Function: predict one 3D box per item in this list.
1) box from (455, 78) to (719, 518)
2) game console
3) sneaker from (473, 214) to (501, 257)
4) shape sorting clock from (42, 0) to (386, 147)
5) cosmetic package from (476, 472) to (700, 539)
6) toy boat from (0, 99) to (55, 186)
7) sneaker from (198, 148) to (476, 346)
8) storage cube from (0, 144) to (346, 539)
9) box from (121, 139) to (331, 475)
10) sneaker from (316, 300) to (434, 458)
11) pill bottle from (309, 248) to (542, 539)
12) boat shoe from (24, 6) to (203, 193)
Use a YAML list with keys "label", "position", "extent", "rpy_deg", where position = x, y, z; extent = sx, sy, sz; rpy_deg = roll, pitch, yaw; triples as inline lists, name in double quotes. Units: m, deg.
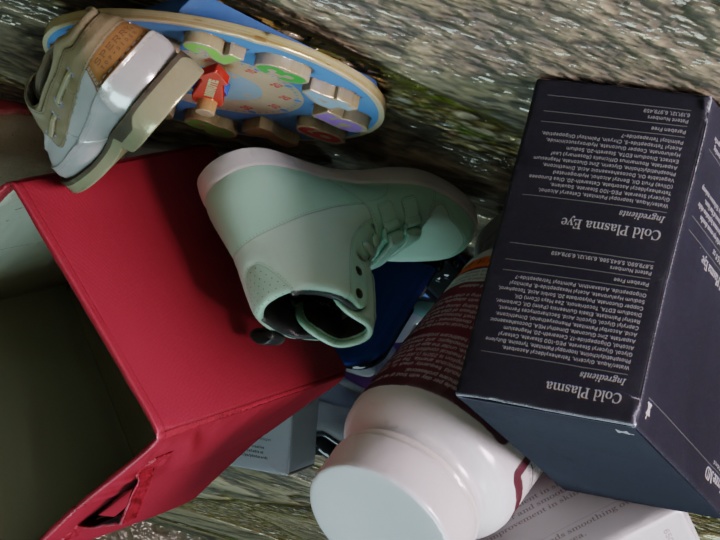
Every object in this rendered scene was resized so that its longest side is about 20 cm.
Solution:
- label: "box"
  position: [0.150, 0.019, 1.306]
  extent: [0.104, 0.183, 0.200]
  rpy_deg: [7, 163, 25]
- label: "game console"
  position: [-0.035, 0.026, 1.647]
  extent: [0.200, 0.119, 0.171]
  rpy_deg: [9, 164, 25]
- label: "sneaker"
  position: [0.179, 0.024, 1.504]
  extent: [0.200, 0.074, 0.118]
  rpy_deg: [18, 163, 32]
- label: "shape sorting clock"
  position: [-0.084, -0.107, 1.354]
  extent: [0.199, 0.039, 0.200]
  rpy_deg: [14, 166, 4]
- label: "cosmetic package"
  position: [0.124, 0.192, 1.485]
  extent: [0.167, 0.167, 0.200]
  rpy_deg: [62, 180, -29]
- label: "toy boat"
  position: [-0.239, -0.047, 1.613]
  extent: [0.131, 0.131, 0.200]
  rpy_deg: [34, 178, 35]
- label: "sneaker"
  position: [0.000, 0.000, 1.418]
  extent: [0.200, 0.118, 0.074]
  rpy_deg: [7, 142, -39]
- label: "storage cube"
  position: [-0.151, 0.051, 1.432]
  extent: [0.171, 0.200, 0.180]
  rpy_deg: [-41, 165, 35]
- label: "box"
  position: [-0.099, 0.021, 1.541]
  extent: [0.156, 0.201, 0.041]
  rpy_deg: [9, -171, 25]
- label: "sneaker"
  position: [0.009, 0.095, 1.730]
  extent: [0.200, 0.140, 0.078]
  rpy_deg: [-5, 177, -27]
- label: "pill bottle"
  position: [0.061, 0.087, 1.411]
  extent: [0.114, 0.200, 0.114]
  rpy_deg: [22, 138, 22]
- label: "boat shoe"
  position: [-0.141, -0.096, 1.276]
  extent: [0.068, 0.075, 0.200]
  rpy_deg: [41, 159, -8]
